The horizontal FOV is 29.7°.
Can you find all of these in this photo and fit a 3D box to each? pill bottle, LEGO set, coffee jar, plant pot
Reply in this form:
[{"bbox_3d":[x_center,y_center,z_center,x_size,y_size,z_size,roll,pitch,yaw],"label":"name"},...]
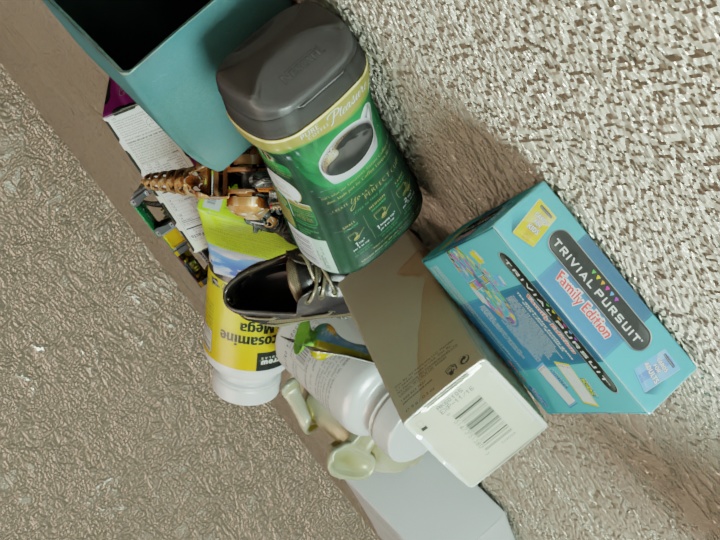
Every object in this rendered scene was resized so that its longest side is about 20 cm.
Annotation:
[{"bbox_3d":[0.005,0.116,1.494,0.200,0.114,0.115,41,166,37],"label":"pill bottle"},{"bbox_3d":[-0.191,-0.083,1.719,0.201,0.116,0.154,56,-163,-9],"label":"LEGO set"},{"bbox_3d":[-0.028,-0.095,0.986,0.085,0.104,0.200,37,162,37],"label":"coffee jar"},{"bbox_3d":[-0.130,0.057,1.625,0.112,0.112,0.201,39,133,43],"label":"pill bottle"},{"bbox_3d":[-0.132,-0.176,1.044,0.141,0.141,0.200,44,170,28],"label":"plant pot"}]

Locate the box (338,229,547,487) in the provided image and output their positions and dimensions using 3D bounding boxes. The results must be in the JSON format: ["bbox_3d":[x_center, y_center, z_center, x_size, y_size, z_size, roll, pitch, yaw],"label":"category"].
[{"bbox_3d":[0.059,0.063,1.054,0.095,0.078,0.200,45,-170,-34],"label":"box"}]

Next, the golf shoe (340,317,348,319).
[{"bbox_3d":[0.000,0.000,1.306,0.200,0.072,0.093,150,113,-83],"label":"golf shoe"}]

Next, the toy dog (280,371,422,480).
[{"bbox_3d":[-0.011,0.157,1.703,0.193,0.140,0.200,23,-168,-45],"label":"toy dog"}]

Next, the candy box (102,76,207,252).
[{"bbox_3d":[-0.190,-0.137,1.419,0.137,0.061,0.200,-93,-20,-45],"label":"candy box"}]

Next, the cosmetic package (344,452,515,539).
[{"bbox_3d":[0.102,0.334,1.792,0.199,0.123,0.200,42,167,34],"label":"cosmetic package"}]

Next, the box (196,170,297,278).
[{"bbox_3d":[-0.091,-0.030,1.333,0.121,0.048,0.200,15,164,3],"label":"box"}]

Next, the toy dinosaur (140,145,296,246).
[{"bbox_3d":[-0.081,-0.080,1.149,0.199,0.103,0.136,23,-175,9],"label":"toy dinosaur"}]

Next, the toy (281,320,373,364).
[{"bbox_3d":[0.034,0.075,1.288,0.199,0.048,0.115,11,180,-19],"label":"toy"}]

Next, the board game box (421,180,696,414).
[{"bbox_3d":[0.127,0.026,0.920,0.151,0.047,0.200,50,168,-2],"label":"board game box"}]

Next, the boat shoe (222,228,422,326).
[{"bbox_3d":[-0.035,0.012,1.179,0.073,0.199,0.075,-8,-100,-57],"label":"boat shoe"}]
